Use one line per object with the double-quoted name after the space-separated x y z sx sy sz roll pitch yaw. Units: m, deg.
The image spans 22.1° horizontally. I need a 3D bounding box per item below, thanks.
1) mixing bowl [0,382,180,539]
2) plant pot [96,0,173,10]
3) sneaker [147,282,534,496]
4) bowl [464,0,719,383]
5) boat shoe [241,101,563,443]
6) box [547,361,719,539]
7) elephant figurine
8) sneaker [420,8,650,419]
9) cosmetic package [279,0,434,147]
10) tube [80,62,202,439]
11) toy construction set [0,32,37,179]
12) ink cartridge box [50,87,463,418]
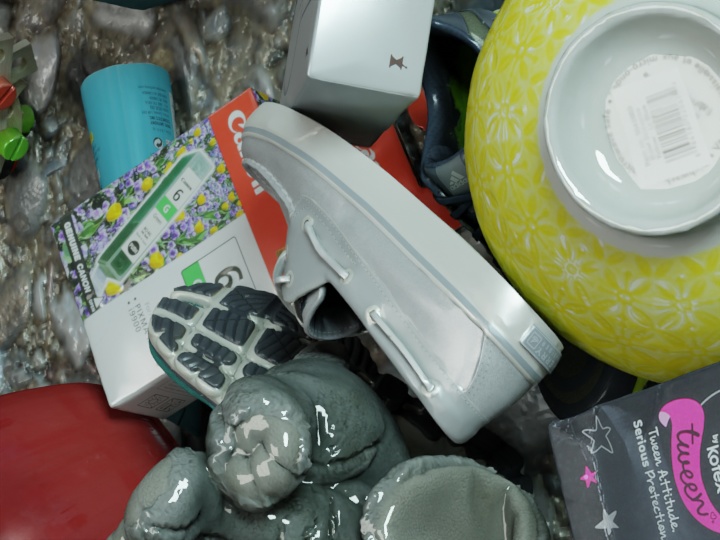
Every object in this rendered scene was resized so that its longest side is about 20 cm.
-0.137 0.134 0.955 0.200 0.108 0.200 51 163 21 "mixing bowl"
-0.091 -0.224 0.935 0.199 0.141 0.142 -3 86 40 "plant pot"
-0.018 0.082 0.840 0.199 0.078 0.080 36 131 4 "sneaker"
0.119 -0.051 0.672 0.199 0.108 0.202 1 91 23 "bowl"
0.000 0.000 0.758 0.069 0.072 0.200 -46 54 -3 "boat shoe"
0.168 0.134 0.645 0.114 0.132 0.201 -23 72 40 "box"
0.008 0.136 0.712 0.200 0.142 0.155 40 83 8 "elephant figurine"
0.067 -0.025 0.794 0.074 0.081 0.201 -35 64 40 "sneaker"
0.007 -0.163 0.791 0.151 0.051 0.202 157 122 -80 "cosmetic package"
-0.112 -0.012 1.001 0.050 0.077 0.201 -15 73 13 "tube"
-0.244 -0.134 1.129 0.200 0.092 0.132 53 125 47 "toy construction set"
-0.051 -0.023 0.901 0.199 0.050 0.110 -32 65 21 "ink cartridge box"
